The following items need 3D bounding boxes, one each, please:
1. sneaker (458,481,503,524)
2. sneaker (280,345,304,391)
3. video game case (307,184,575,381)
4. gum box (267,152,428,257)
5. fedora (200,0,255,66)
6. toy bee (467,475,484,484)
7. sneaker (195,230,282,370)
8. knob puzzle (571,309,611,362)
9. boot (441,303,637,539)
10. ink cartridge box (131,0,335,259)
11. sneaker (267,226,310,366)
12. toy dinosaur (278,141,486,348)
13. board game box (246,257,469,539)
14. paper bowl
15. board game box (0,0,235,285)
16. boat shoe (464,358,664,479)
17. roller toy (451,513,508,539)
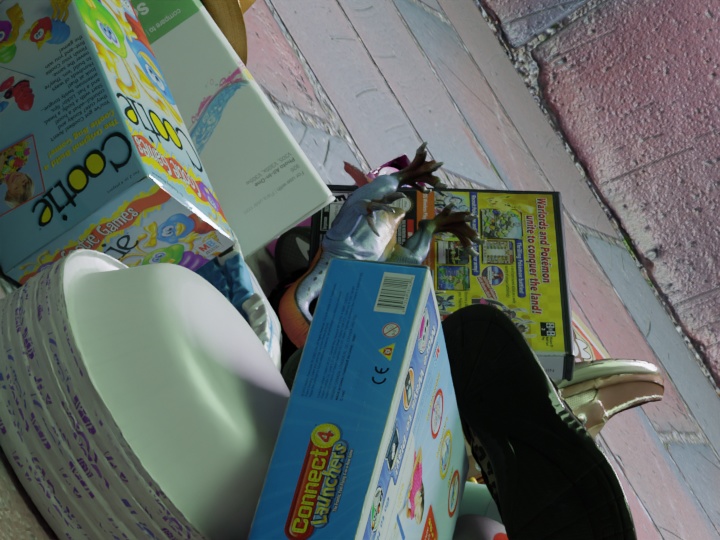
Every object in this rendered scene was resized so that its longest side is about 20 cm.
[{"bbox_3d":[0.109,0.230,1.615,0.074,0.118,0.201,-40,119,-44],"label":"sneaker"},{"bbox_3d":[-0.025,0.151,1.496,0.200,0.083,0.121,-73,155,-43],"label":"sneaker"},{"bbox_3d":[0.053,0.005,1.733,0.200,0.180,0.026,-88,180,-55],"label":"video game case"},{"bbox_3d":[0.035,0.028,1.902,0.200,0.113,0.066,56,31,0],"label":"gum box"},{"bbox_3d":[-0.125,-0.225,1.839,0.201,0.082,0.201,41,-25,24],"label":"fedora"},{"bbox_3d":[0.070,0.140,1.803,0.131,0.109,0.200,57,13,-7],"label":"toy bee"},{"bbox_3d":[-0.074,0.051,1.575,0.087,0.075,0.200,56,12,-30],"label":"sneaker"},{"bbox_3d":[0.113,0.044,1.814,0.219,0.030,0.220,27,36,-21],"label":"knob puzzle"},{"bbox_3d":[0.110,0.124,1.488,0.200,0.073,0.151,60,1,16],"label":"boot"},{"bbox_3d":[-0.110,-0.107,1.711,0.200,0.087,0.145,54,-3,-5],"label":"ink cartridge box"},{"bbox_3d":[-0.028,0.025,1.793,0.084,0.077,0.200,52,12,-36],"label":"sneaker"},{"bbox_3d":[0.000,0.000,1.682,0.200,0.181,0.105,-6,-67,58],"label":"toy dinosaur"},{"bbox_3d":[0.002,0.131,1.327,0.196,0.056,0.200,77,24,-52],"label":"board game box"},{"bbox_3d":[-0.104,0.078,1.320,0.201,0.104,0.201,53,13,-19],"label":"paper bowl"},{"bbox_3d":[-0.169,-0.083,1.465,0.103,0.105,0.200,39,22,-55],"label":"board game box"},{"bbox_3d":[0.125,0.104,1.715,0.076,0.199,0.072,-17,-97,60],"label":"boat shoe"},{"bbox_3d":[0.072,0.246,1.472,0.200,0.140,0.182,63,14,24],"label":"roller toy"}]
